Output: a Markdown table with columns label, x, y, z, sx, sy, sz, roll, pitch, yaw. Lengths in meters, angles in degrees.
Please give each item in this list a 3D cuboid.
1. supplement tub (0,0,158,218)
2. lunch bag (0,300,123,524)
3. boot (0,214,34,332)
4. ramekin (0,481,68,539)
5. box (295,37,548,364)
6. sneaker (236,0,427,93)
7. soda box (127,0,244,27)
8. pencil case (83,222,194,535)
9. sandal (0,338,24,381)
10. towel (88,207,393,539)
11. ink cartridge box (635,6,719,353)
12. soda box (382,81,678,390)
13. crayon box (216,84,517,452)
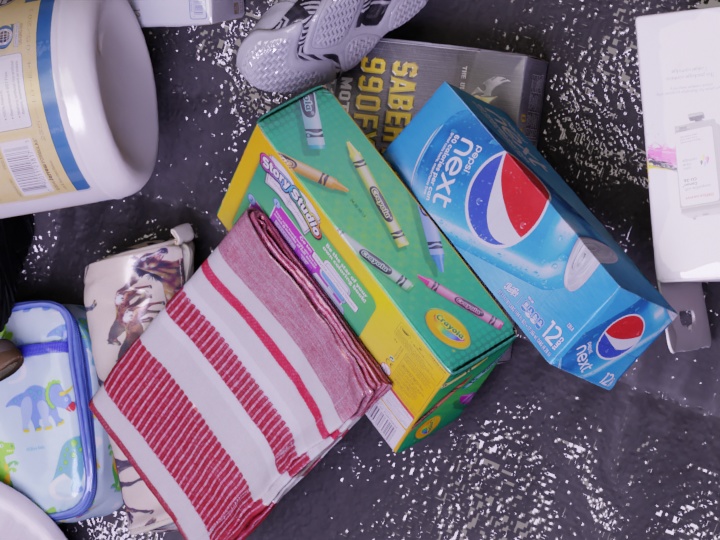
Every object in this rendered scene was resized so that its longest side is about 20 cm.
| label | x | y | z | sx | sy | sz | roll | pitch | yaw |
| --- | --- | --- | --- | --- | --- | --- | --- | --- | --- |
| supplement tub | -0.244 | -0.104 | 1.560 | 0.199 | 0.145 | 0.145 | -9 | 86 | 13 |
| lunch bag | -0.263 | 0.101 | 1.673 | 0.200 | 0.082 | 0.161 | -6 | 85 | 21 |
| boot | -0.317 | 0.005 | 1.640 | 0.162 | 0.198 | 0.074 | -14 | 115 | 12 |
| ramekin | -0.291 | 0.232 | 1.623 | 0.202 | 0.094 | 0.203 | 7 | 125 | 10 |
| box | 0.030 | -0.048 | 1.567 | 0.158 | 0.048 | 0.201 | 9 | 94 | 23 |
| sneaker | -0.024 | -0.197 | 1.544 | 0.200 | 0.075 | 0.115 | -38 | 61 | -23 |
| soda box | -0.120 | -0.263 | 1.601 | 0.063 | 0.068 | 0.201 | 1 | 100 | 17 |
| pencil case | -0.131 | 0.073 | 1.618 | 0.089 | 0.078 | 0.201 | -13 | 85 | 18 |
| sandal | -0.320 | 0.081 | 1.606 | 0.200 | 0.082 | 0.055 | -25 | 90 | 16 |
| towel | -0.082 | 0.077 | 1.516 | 0.144 | 0.023 | 0.200 | 52 | 124 | 15 |
| ink cartridge box | 0.218 | -0.053 | 1.453 | 0.067 | 0.116 | 0.201 | -5 | 89 | 22 |
| soda box | 0.099 | -0.023 | 1.440 | 0.064 | 0.068 | 0.200 | -49 | 51 | 15 |
| crayon box | 0.000 | 0.000 | 1.488 | 0.200 | 0.058 | 0.119 | 53 | 151 | 13 |
